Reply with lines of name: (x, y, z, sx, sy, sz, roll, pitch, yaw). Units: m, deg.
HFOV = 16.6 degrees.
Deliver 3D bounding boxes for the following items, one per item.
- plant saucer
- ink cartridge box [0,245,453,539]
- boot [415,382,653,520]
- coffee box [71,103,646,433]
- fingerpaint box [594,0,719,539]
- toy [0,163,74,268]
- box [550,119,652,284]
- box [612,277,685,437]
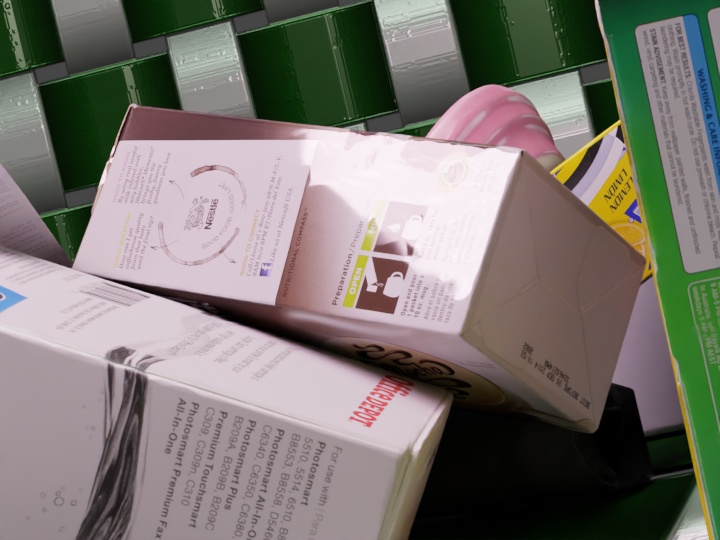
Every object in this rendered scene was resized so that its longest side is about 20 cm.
plant saucer: (0.065, -0.002, 1.387, 0.051, 0.202, 0.200, 21, 18, 23)
ink cartridge box: (-0.076, 0.063, 0.913, 0.199, 0.085, 0.146, 18, 8, 6)
boot: (0.008, 0.092, 1.038, 0.199, 0.066, 0.165, -7, 7, 24)
coffee box: (-0.002, -0.002, 0.997, 0.199, 0.080, 0.113, 8, -17, 36)
fingerpaint box: (0.134, -0.001, 0.816, 0.073, 0.201, 0.167, -12, 3, 8)
toy: (-0.176, 0.008, 1.044, 0.114, 0.047, 0.200, -22, -27, 2)
box: (0.120, -0.029, 1.101, 0.200, 0.064, 0.070, -36, -5, -14)
box: (0.144, 0.009, 1.263, 0.097, 0.125, 0.200, -13, 3, 11)
